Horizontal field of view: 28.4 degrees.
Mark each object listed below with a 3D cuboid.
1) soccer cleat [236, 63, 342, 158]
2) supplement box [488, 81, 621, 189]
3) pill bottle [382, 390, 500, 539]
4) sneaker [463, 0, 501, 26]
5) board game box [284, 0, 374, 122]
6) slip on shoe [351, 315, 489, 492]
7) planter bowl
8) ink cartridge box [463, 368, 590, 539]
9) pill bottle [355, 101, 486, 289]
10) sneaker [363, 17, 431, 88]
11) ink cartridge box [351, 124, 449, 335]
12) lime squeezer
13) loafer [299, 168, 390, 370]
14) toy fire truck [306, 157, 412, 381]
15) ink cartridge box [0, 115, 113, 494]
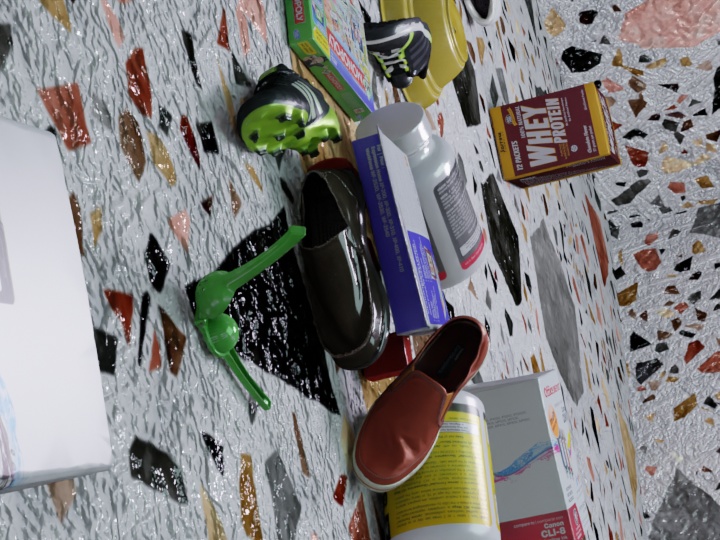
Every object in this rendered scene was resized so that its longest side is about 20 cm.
[{"bbox_3d":[-0.074,-0.147,1.279,0.081,0.067,0.200,61,13,7],"label":"soccer cleat"},{"bbox_3d":[0.360,-0.244,2.607,0.200,0.196,0.134,6,72,-73],"label":"supplement box"},{"bbox_3d":[0.077,0.227,1.400,0.112,0.112,0.201,50,31,-59],"label":"pill bottle"},{"bbox_3d":[0.210,-0.532,2.534,0.100,0.075,0.201,-59,134,-70],"label":"sneaker"},{"bbox_3d":[-0.035,-0.263,1.549,0.200,0.029,0.135,42,37,-64],"label":"board game box"},{"bbox_3d":[0.057,0.121,1.356,0.200,0.074,0.061,-52,165,-19],"label":"slip on shoe"},{"bbox_3d":[0.097,-0.321,1.956,0.200,0.083,0.201,-12,90,-74],"label":"planter bowl"},{"bbox_3d":[0.176,0.229,1.686,0.145,0.144,0.201,-2,79,-74],"label":"ink cartridge box"},{"bbox_3d":[0.064,-0.084,1.603,0.111,0.110,0.201,-82,154,-52],"label":"pill bottle"},{"bbox_3d":[0.054,-0.271,1.784,0.200,0.071,0.083,-17,103,-69],"label":"sneaker"},{"bbox_3d":[0.038,-0.033,1.414,0.200,0.043,0.199,23,53,-80],"label":"ink cartridge box"},{"bbox_3d":[-0.090,0.034,1.063,0.201,0.070,0.038,103,-25,-44],"label":"lime squeezer"},{"bbox_3d":[-0.028,-0.005,1.315,0.071,0.073,0.201,24,49,-59],"label":"loafer"},{"bbox_3d":[0.000,0.000,1.425,0.141,0.049,0.201,42,37,-66],"label":"toy fire truck"},{"bbox_3d":[-0.206,0.021,0.507,0.200,0.146,0.147,14,63,-73],"label":"ink cartridge box"}]
